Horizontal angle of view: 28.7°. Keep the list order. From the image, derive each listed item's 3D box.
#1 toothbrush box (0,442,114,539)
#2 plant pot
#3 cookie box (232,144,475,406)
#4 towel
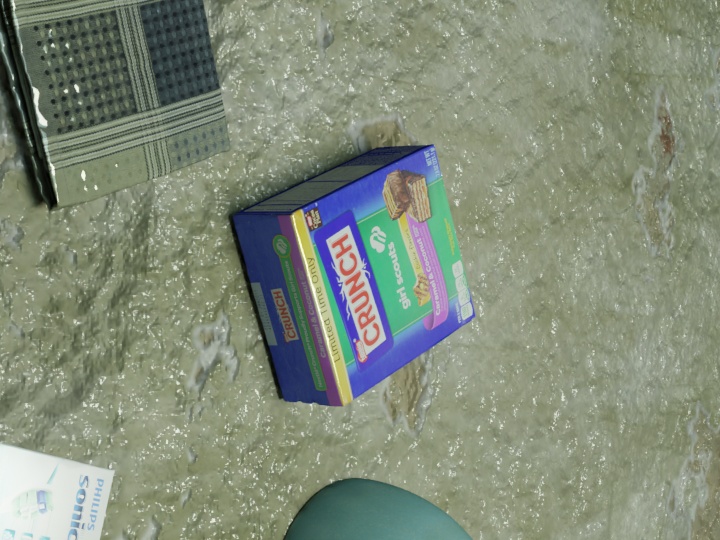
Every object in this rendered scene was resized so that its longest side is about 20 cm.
[{"bbox_3d":[-0.274,0.138,0.850,0.199,0.146,0.086,25,70,-44],"label":"toothbrush box"},{"bbox_3d":[0.039,0.283,1.207,0.199,0.134,0.202,4,85,-48],"label":"plant pot"},{"bbox_3d":[0.000,0.000,1.222,0.200,0.075,0.172,-30,110,-45],"label":"cookie box"},{"bbox_3d":[-0.187,-0.160,1.059,0.199,0.034,0.194,-25,109,-49],"label":"towel"}]
